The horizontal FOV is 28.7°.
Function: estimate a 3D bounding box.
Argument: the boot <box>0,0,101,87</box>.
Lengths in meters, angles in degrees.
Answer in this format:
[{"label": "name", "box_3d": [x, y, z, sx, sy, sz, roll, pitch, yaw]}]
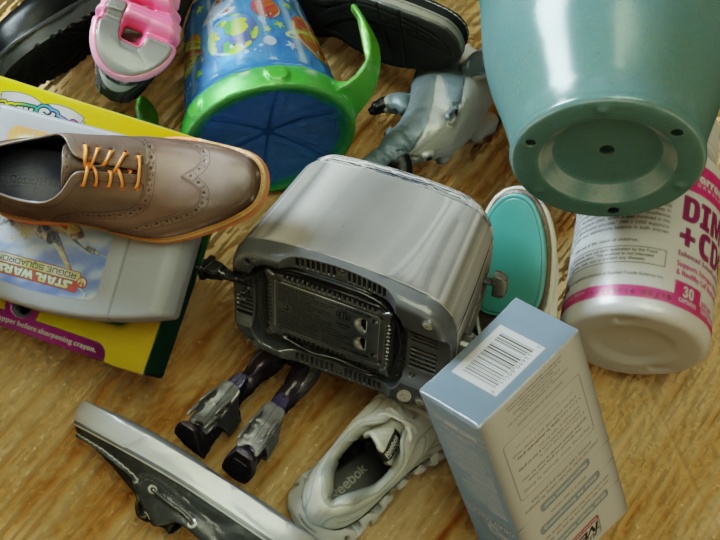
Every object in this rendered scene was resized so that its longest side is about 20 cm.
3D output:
[{"label": "boot", "box_3d": [-0.261, -0.250, 1.134, 0.158, 0.079, 0.211, 41, 55, 3]}]

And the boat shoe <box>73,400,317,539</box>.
[{"label": "boat shoe", "box_3d": [-0.127, 0.161, 0.996, 0.200, 0.069, 0.057, 31, 82, 10]}]

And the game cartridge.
[{"label": "game cartridge", "box_3d": [-0.209, -0.037, 0.979, 0.200, 0.042, 0.133, 14, 81, 9]}]

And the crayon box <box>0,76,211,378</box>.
[{"label": "crayon box", "box_3d": [-0.213, -0.035, 1.026, 0.200, 0.058, 0.173, 18, 86, 9]}]

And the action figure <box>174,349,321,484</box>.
[{"label": "action figure", "box_3d": [-0.047, 0.064, 1.047, 0.130, 0.069, 0.200, 29, 62, 18]}]

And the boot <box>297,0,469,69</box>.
[{"label": "boot", "box_3d": [0.026, -0.252, 1.159, 0.203, 0.073, 0.154, 21, 61, 29]}]

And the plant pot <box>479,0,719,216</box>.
[{"label": "plant pot", "box_3d": [0.177, -0.150, 1.007, 0.200, 0.200, 0.188, 9, 56, -4]}]

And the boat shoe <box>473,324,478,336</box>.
[{"label": "boat shoe", "box_3d": [0.059, -0.010, 1.094, 0.200, 0.062, 0.073, 33, 64, 5]}]

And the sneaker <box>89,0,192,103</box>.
[{"label": "sneaker", "box_3d": [-0.160, -0.215, 1.094, 0.079, 0.095, 0.200, 23, 64, -4]}]

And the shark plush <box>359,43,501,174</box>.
[{"label": "shark plush", "box_3d": [0.046, -0.117, 1.127, 0.083, 0.091, 0.200, 25, 60, 20]}]

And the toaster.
[{"label": "toaster", "box_3d": [0.000, 0.000, 0.994, 0.200, 0.114, 0.129, 18, 46, 16]}]

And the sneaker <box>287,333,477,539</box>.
[{"label": "sneaker", "box_3d": [0.030, 0.116, 1.031, 0.075, 0.081, 0.200, 38, 67, 10]}]

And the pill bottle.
[{"label": "pill bottle", "box_3d": [0.223, -0.030, 1.095, 0.113, 0.113, 0.200, 14, 64, -2]}]

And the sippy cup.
[{"label": "sippy cup", "box_3d": [-0.082, -0.151, 1.103, 0.178, 0.140, 0.130, -3, 57, -19]}]

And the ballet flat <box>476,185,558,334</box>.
[{"label": "ballet flat", "box_3d": [0.122, 0.035, 1.054, 0.069, 0.069, 0.200, -2, 97, -9]}]

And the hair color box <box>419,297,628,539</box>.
[{"label": "hair color box", "box_3d": [0.118, 0.127, 0.974, 0.099, 0.200, 0.061, -41, 44, -21]}]

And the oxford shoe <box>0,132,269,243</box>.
[{"label": "oxford shoe", "box_3d": [-0.161, -0.056, 0.919, 0.200, 0.073, 0.071, -1, 83, 8]}]
